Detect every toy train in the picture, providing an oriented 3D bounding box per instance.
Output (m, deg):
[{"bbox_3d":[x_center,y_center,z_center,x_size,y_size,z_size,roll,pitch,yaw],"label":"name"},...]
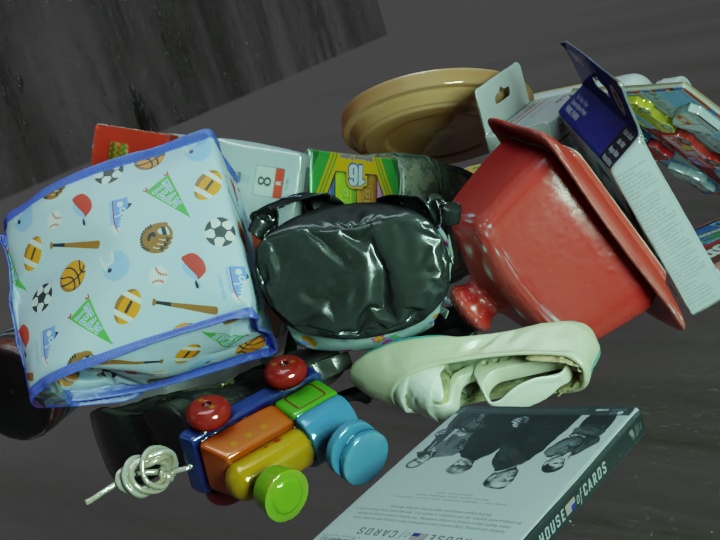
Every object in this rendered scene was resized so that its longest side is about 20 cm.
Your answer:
[{"bbox_3d":[-0.085,0.147,0.918,0.199,0.085,0.115,-27,31,-29],"label":"toy train"}]

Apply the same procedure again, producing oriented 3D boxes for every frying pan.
[{"bbox_3d":[0.031,0.087,1.062,0.114,0.031,0.190,-9,26,46],"label":"frying pan"}]

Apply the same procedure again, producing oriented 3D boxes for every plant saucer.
[{"bbox_3d":[0.079,-0.148,1.298,0.198,0.033,0.200,-5,-16,-1],"label":"plant saucer"}]

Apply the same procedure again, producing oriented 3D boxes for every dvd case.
[{"bbox_3d":[0.076,0.143,0.830,0.149,0.025,0.200,-4,21,41],"label":"dvd case"}]

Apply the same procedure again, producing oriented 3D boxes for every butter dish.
[{"bbox_3d":[0.138,-0.009,1.039,0.147,0.200,0.200,-38,13,1],"label":"butter dish"}]

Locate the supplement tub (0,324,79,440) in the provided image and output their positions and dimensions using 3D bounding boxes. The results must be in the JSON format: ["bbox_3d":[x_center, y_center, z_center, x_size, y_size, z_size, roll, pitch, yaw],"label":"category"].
[{"bbox_3d":[-0.307,0.085,1.316,0.106,0.108,0.200,-11,17,24],"label":"supplement tub"}]

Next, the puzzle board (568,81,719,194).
[{"bbox_3d":[0.303,-0.113,1.159,0.150,0.199,0.018,10,74,60],"label":"puzzle board"}]

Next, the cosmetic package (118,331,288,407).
[{"bbox_3d":[-0.151,0.056,1.242,0.084,0.109,0.199,-4,19,42],"label":"cosmetic package"}]

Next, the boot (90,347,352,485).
[{"bbox_3d":[-0.117,0.116,1.071,0.173,0.070,0.199,-23,6,-39],"label":"boot"}]

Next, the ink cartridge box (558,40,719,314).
[{"bbox_3d":[0.220,-0.083,1.067,0.040,0.201,0.200,-30,18,7],"label":"ink cartridge box"}]

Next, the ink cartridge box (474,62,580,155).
[{"bbox_3d":[0.182,-0.094,1.202,0.066,0.202,0.116,-8,18,33],"label":"ink cartridge box"}]

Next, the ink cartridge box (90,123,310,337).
[{"bbox_3d":[-0.151,-0.038,1.117,0.198,0.164,0.050,8,7,3],"label":"ink cartridge box"}]

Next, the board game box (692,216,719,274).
[{"bbox_3d":[0.354,-0.035,1.147,0.199,0.020,0.103,-23,17,-17],"label":"board game box"}]

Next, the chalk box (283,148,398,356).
[{"bbox_3d":[-0.045,-0.006,1.206,0.124,0.202,0.123,-1,-1,45],"label":"chalk box"}]

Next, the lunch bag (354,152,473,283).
[{"bbox_3d":[0.036,-0.048,1.333,0.167,0.141,0.199,-2,1,-43],"label":"lunch bag"}]

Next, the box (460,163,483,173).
[{"bbox_3d":[0.107,-0.080,1.504,0.198,0.065,0.070,-11,16,28],"label":"box"}]

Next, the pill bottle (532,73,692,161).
[{"bbox_3d":[0.293,-0.171,1.514,0.199,0.112,0.111,-7,18,34],"label":"pill bottle"}]

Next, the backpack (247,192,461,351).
[{"bbox_3d":[0.000,0.000,1.043,0.165,0.128,0.200,0,3,5],"label":"backpack"}]

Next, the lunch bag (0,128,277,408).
[{"bbox_3d":[-0.183,0.007,1.022,0.198,0.171,0.124,-17,-24,1],"label":"lunch bag"}]

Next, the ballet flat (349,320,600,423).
[{"bbox_3d":[0.084,0.082,0.974,0.198,0.070,0.070,-12,16,15],"label":"ballet flat"}]
